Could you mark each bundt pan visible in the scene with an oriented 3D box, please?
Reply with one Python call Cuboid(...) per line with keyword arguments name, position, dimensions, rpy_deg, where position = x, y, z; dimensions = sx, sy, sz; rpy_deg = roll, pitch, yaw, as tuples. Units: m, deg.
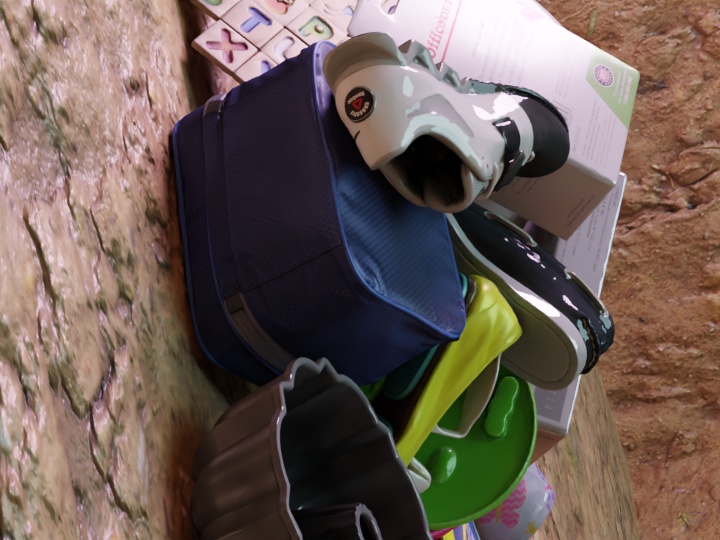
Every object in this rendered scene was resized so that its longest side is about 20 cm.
Cuboid(name="bundt pan", position=(-0.027, 0.152, 1.108), dimensions=(0.202, 0.075, 0.203), rpy_deg=(53, 24, -37))

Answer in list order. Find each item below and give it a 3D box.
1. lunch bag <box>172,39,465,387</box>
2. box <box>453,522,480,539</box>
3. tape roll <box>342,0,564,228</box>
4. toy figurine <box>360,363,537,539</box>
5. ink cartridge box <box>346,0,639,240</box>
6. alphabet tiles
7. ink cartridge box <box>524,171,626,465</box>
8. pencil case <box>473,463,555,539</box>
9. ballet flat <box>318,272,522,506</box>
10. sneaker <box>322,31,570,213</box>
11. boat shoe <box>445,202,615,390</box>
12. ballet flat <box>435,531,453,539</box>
Cuboid(name="lunch bag", position=(-0.035, -0.029, 1.218), dimensions=(0.136, 0.132, 0.201), rpy_deg=(34, 38, -46))
Cuboid(name="box", position=(0.059, 0.261, 1.527), dimensions=(0.201, 0.064, 0.070), rpy_deg=(-91, 163, -55))
Cuboid(name="tape roll", position=(0.049, -0.108, 1.463), dimensions=(0.139, 0.201, 0.204), rpy_deg=(120, -27, -45))
Cuboid(name="toy figurine", position=(0.039, 0.106, 1.382), dimensions=(0.184, 0.149, 0.201), rpy_deg=(106, 10, -65))
Cuboid(name="ink cartridge box", position=(0.075, -0.121, 1.335), dimensions=(0.199, 0.067, 0.118), rpy_deg=(29, 47, -11))
Cuboid(name="alphabet tiles", position=(-0.021, -0.166, 1.368), dimensions=(0.166, 0.006, 0.200), rpy_deg=(38, 44, 5))
Cuboid(name="ink cartridge box", position=(0.123, 0.042, 1.470), dimensions=(0.176, 0.044, 0.201), rpy_deg=(126, -19, -67))
Cuboid(name="pencil case", position=(0.074, 0.132, 1.608), dimensions=(0.200, 0.090, 0.083), rpy_deg=(56, 12, -29))
Cuboid(name="ballet flat", position=(0.028, 0.095, 1.239), dimensions=(0.067, 0.200, 0.067), rpy_deg=(38, -4, -27))
Cuboid(name="sneaker", position=(0.057, -0.067, 1.198), dimensions=(0.199, 0.074, 0.089), rpy_deg=(14, 54, -46))
Cuboid(name="boat shoe", position=(0.073, -0.004, 1.300), dimensions=(0.200, 0.076, 0.060), rpy_deg=(45, 42, 13))
Cuboid(name="ballet flat", position=(0.038, 0.204, 1.475), dimensions=(0.067, 0.067, 0.201), rpy_deg=(51, 18, -29))
